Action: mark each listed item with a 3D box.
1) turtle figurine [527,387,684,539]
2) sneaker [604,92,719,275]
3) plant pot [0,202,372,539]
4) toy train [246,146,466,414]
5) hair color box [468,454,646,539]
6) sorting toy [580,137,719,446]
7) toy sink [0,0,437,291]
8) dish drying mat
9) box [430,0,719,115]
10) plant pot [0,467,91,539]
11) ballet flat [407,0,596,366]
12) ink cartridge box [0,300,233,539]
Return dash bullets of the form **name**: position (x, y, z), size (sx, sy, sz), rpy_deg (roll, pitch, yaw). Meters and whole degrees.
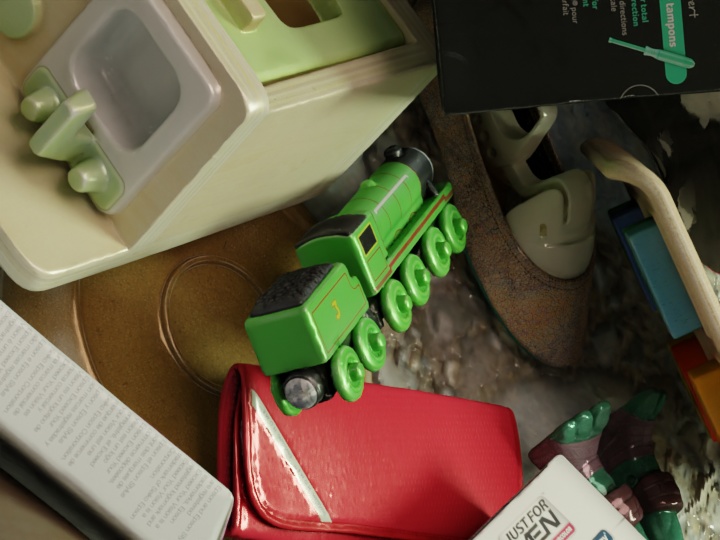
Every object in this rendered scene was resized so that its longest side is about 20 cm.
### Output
- **turtle figurine**: position (0.162, 0.155, 1.289), size (0.200, 0.101, 0.150), rpy_deg (58, 12, 13)
- **sneaker**: position (0.178, -0.075, 1.438), size (0.086, 0.080, 0.200), rpy_deg (37, 36, -64)
- **plant pot**: position (-0.067, 0.027, 1.196), size (0.200, 0.027, 0.200), rpy_deg (19, 59, -35)
- **toy train**: position (0.000, 0.000, 1.188), size (0.056, 0.042, 0.200), rpy_deg (68, 25, -16)
- **hair color box**: position (0.120, 0.188, 1.195), size (0.200, 0.061, 0.100), rpy_deg (46, 42, 6)
- **sorting toy**: position (0.163, 0.029, 1.326), size (0.200, 0.036, 0.185), rpy_deg (60, 4, -5)
- **toy sink**: position (-0.081, -0.093, 1.145), size (0.200, 0.112, 0.130), rpy_deg (-20, 70, -50)
- **dish drying mat**: position (0.009, 0.089, 1.212), size (0.200, 0.018, 0.077), rpy_deg (12, 73, -49)
- **box**: position (0.133, -0.137, 1.168), size (0.149, 0.200, 0.125), rpy_deg (-43, 127, -81)
- **plant pot**: position (-0.182, 0.125, 0.956), size (0.200, 0.200, 0.174), rpy_deg (-29, 76, -45)
- **ballet flat**: position (0.076, -0.051, 1.328), size (0.068, 0.067, 0.200), rpy_deg (-22, 87, -44)
- **ink cartridge box**: position (-0.121, 0.057, 1.022), size (0.200, 0.196, 0.043), rpy_deg (41, 78, -20)
